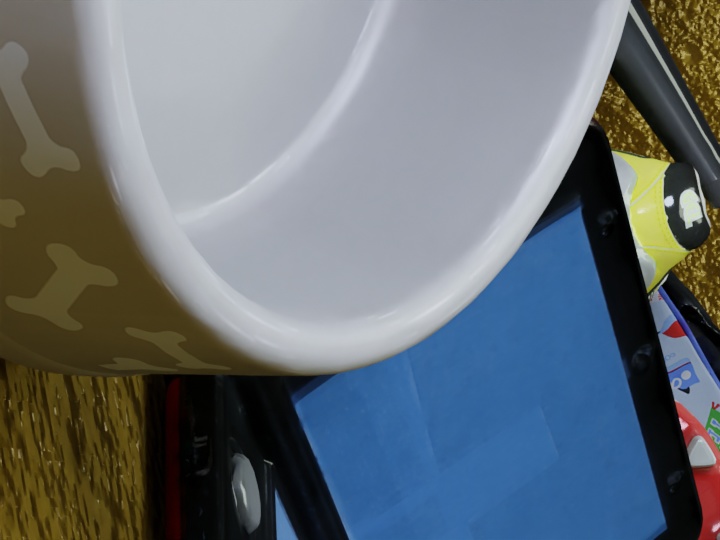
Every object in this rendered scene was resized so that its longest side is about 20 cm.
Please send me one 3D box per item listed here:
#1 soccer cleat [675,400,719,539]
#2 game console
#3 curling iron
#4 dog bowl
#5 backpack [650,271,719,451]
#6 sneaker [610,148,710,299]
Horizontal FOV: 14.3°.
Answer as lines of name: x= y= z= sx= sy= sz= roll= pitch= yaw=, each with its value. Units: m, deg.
soccer cleat: x=0.079 y=0.056 z=1.108 sx=0.200 sy=0.069 sz=0.085 roll=48 pitch=-5 yaw=3
game console: x=0.030 y=0.092 z=0.742 sx=0.200 sy=0.118 sz=0.173 roll=69 pitch=12 yaw=-47
curling iron: x=0.062 y=-0.088 z=0.874 sx=0.200 sy=0.025 sz=0.050 roll=51 pitch=44 yaw=-35
dog bowl: x=-0.013 y=-0.072 z=0.528 sx=0.200 sy=0.058 sz=0.201 roll=-26 pitch=123 yaw=-50
backpack: x=0.125 y=0.100 z=1.222 sx=0.200 sy=0.153 sz=0.191 roll=54 pitch=-14 yaw=50
sneaker: x=0.063 y=-0.003 z=0.942 sx=0.200 sy=0.076 sz=0.076 roll=-163 pitch=-120 yaw=-83
